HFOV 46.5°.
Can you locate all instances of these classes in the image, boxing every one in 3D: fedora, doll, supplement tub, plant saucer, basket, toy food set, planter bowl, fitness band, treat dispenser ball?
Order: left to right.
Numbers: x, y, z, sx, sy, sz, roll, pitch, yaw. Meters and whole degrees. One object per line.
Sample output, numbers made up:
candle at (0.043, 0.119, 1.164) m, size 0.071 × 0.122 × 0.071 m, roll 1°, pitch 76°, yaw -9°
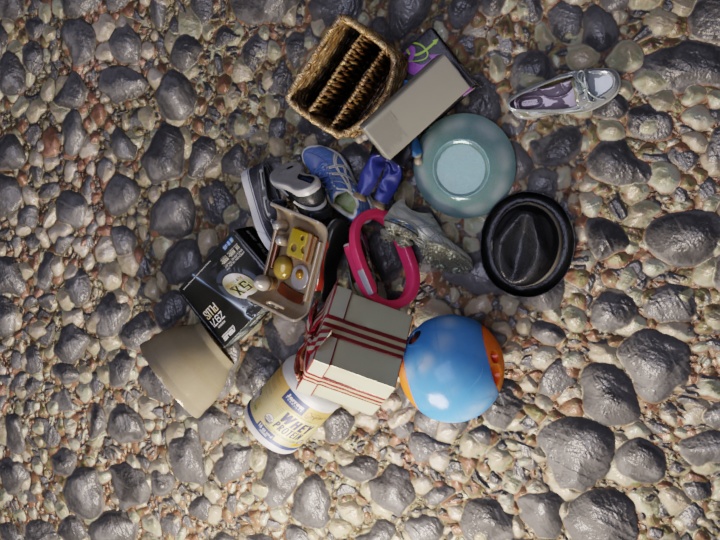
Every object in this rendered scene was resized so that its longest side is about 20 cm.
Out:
planter bowl at (-0.356, 0.195, 1.796) m, size 0.134 × 0.200 × 0.201 m, roll -38°, pitch 83°, yaw -7°
toy food set at (-0.149, -0.018, 1.632) m, size 0.143 × 0.060 × 0.202 m, roll 22°, pitch 102°, yaw 38°
supplement tub at (-0.129, 0.264, 1.730) m, size 0.144 × 0.144 × 0.200 m, roll 45°, pitch 110°, yaw 9°
basket at (-0.017, -0.350, 1.571) m, size 0.143 × 0.149 × 0.200 m, roll 43°, pitch 108°, yaw 14°
fitness band at (0.044, -0.021, 1.634) m, size 0.037 × 0.143 × 0.201 m, roll -19°, pitch 91°, yaw 50°
doll at (0.051, -0.223, 1.606) m, size 0.136 × 0.048 × 0.201 m, roll 24°, pitch 100°, yaw -4°
treat dispenser ball at (0.171, 0.184, 1.578) m, size 0.199 × 0.201 × 0.203 m, roll 3°, pitch 98°, yaw 20°
plant saucer at (0.194, -0.195, 1.594) m, size 0.199 × 0.039 × 0.203 m, roll 4°, pitch 105°, yaw 15°
fedora at (0.303, -0.045, 1.556) m, size 0.199 × 0.092 × 0.203 m, roll 3°, pitch 98°, yaw 19°

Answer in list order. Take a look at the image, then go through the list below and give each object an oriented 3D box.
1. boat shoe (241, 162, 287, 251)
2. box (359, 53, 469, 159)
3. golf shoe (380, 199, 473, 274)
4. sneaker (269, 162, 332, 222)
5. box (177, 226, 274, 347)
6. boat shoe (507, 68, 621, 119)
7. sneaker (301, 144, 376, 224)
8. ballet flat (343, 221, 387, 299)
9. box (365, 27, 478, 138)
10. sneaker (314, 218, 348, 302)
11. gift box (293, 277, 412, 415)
boat shoe at (-0.183, -0.126, 1.742) m, size 0.067 × 0.072 × 0.202 m, roll -22°, pitch 82°, yaw 23°
box at (0.097, -0.300, 1.537) m, size 0.200 × 0.068 × 0.082 m, roll -40°, pitch 104°, yaw 2°
golf shoe at (0.140, -0.070, 1.625) m, size 0.199 × 0.098 × 0.078 m, roll 30°, pitch 147°, yaw -9°
sneaker at (-0.117, -0.143, 1.680) m, size 0.073 × 0.200 × 0.112 m, roll -29°, pitch 118°, yaw -11°
box at (-0.260, 0.034, 1.779) m, size 0.200 × 0.086 × 0.164 m, roll -43°, pitch 82°, yaw 20°
boat shoe at (0.366, -0.317, 1.512) m, size 0.200 × 0.065 × 0.075 m, roll -7°, pitch 95°, yaw 21°
sneaker at (-0.047, -0.176, 1.677) m, size 0.200 × 0.077 × 0.076 m, roll 47°, pitch 111°, yaw 10°
ballet flat at (0.000, 0.000, 1.686) m, size 0.069 × 0.071 × 0.202 m, roll -15°, pitch 92°, yaw 14°
box at (0.107, -0.345, 1.620) m, size 0.200 × 0.036 × 0.143 m, roll -41°, pitch 82°, yaw 22°
sneaker at (-0.091, -0.038, 1.683) m, size 0.108 × 0.067 × 0.202 m, roll 35°, pitch 135°, yaw 26°
gift box at (-0.018, 0.139, 1.586) m, size 0.185 × 0.186 × 0.200 m, roll 19°, pitch 144°, yaw -5°
